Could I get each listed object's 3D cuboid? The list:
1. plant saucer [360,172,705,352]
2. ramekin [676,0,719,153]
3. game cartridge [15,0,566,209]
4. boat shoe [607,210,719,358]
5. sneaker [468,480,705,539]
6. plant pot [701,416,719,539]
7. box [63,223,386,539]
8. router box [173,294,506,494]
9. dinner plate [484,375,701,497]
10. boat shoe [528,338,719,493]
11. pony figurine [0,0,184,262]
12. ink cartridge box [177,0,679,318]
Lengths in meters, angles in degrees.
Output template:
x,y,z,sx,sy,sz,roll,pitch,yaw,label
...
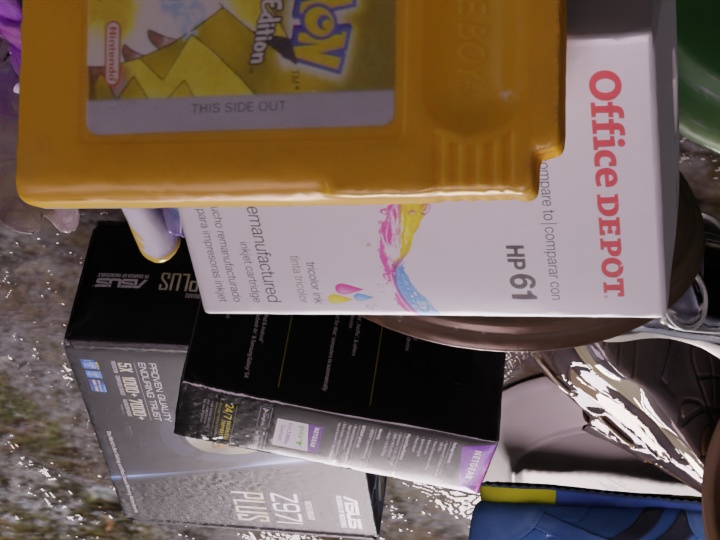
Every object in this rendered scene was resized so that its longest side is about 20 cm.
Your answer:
x,y,z,sx,sy,sz,roll,pitch,yaw,label
0.062,-0.034,0.911,0.199,0.200,0.030,7,128,4,plant saucer
0.199,-0.140,0.812,0.199,0.098,0.200,7,144,5,ramekin
-0.025,-0.112,0.713,0.199,0.177,0.032,-1,172,13,game cartridge
0.169,0.006,1.034,0.199,0.075,0.062,19,144,-14,boat shoe
0.165,0.172,1.201,0.199,0.079,0.066,2,173,12,sneaker
0.296,0.133,1.087,0.200,0.202,0.093,-6,159,21,plant pot
-0.071,0.070,1.166,0.163,0.086,0.200,3,143,8,box
0.000,0.000,0.959,0.149,0.200,0.051,12,143,-2,router box
0.161,0.128,1.242,0.199,0.024,0.200,7,144,5,dinner plate
0.163,0.066,1.131,0.073,0.075,0.200,-6,138,43,boat shoe
-0.141,-0.087,0.915,0.193,0.167,0.200,29,164,34,pony figurine
0.027,-0.060,0.791,0.199,0.085,0.145,-1,132,12,ink cartridge box
